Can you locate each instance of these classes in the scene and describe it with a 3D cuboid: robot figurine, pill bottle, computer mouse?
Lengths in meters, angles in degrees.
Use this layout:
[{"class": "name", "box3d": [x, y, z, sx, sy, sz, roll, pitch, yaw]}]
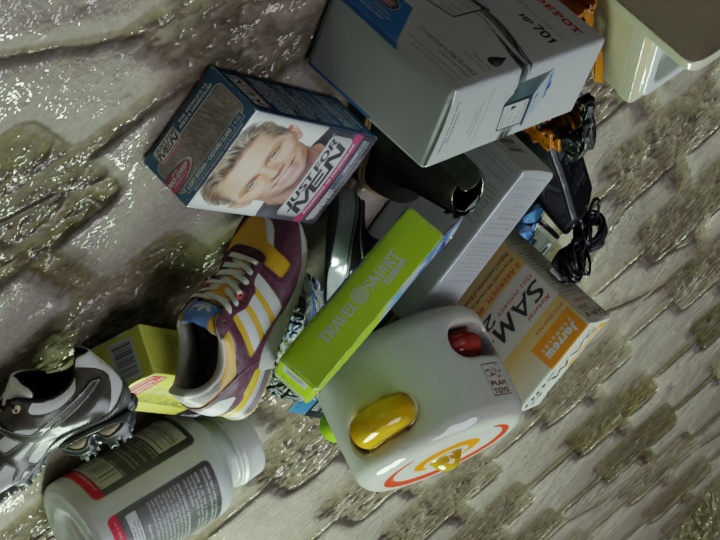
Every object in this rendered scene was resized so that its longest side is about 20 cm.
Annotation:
[{"class": "robot figurine", "box3d": [0.170, -0.190, 1.680, 0.058, 0.145, 0.201, -38, 149, -21]}, {"class": "pill bottle", "box3d": [-0.192, 0.205, 1.754, 0.199, 0.111, 0.111, -30, 153, -30]}, {"class": "computer mouse", "box3d": [0.197, -0.094, 1.893, 0.139, 0.052, 0.201, -49, 127, -56]}]

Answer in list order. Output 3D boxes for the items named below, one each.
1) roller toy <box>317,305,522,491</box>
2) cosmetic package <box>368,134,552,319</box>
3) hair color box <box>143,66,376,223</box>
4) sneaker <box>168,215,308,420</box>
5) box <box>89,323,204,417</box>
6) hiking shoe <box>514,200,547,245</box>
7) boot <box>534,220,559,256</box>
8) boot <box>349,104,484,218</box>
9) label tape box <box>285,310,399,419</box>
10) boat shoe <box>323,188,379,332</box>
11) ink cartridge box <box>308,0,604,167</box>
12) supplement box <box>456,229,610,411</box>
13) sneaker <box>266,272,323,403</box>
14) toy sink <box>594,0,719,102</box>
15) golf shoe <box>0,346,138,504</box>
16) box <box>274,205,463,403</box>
[{"class": "roller toy", "box3d": [0.060, 0.131, 1.808, 0.181, 0.140, 0.200, -22, 164, -14]}, {"class": "cosmetic package", "box3d": [0.087, -0.051, 1.816, 0.200, 0.102, 0.074, -53, 154, 21]}, {"class": "hair color box", "box3d": [-0.078, -0.098, 1.507, 0.100, 0.061, 0.200, -53, 156, 17]}, {"class": "sneaker", "box3d": [-0.107, 0.027, 1.585, 0.090, 0.075, 0.201, 22, 79, -54]}, {"class": "box", "box3d": [-0.170, 0.092, 1.657, 0.075, 0.050, 0.200, -26, 163, 18]}, {"class": "hiking shoe", "box3d": [0.161, -0.020, 1.989, 0.200, 0.087, 0.074, -50, -178, 19]}, {"class": "boot", "box3d": [0.149, 0.023, 2.105, 0.200, 0.072, 0.182, -53, 159, 1]}, {"class": "boot", "box3d": [0.060, -0.079, 1.673, 0.077, 0.138, 0.200, -43, 158, -5]}, {"class": "label tape box", "box3d": [-0.007, 0.087, 1.933, 0.144, 0.063, 0.200, -49, 155, 9]}, {"class": "boat shoe", "box3d": [0.000, 0.000, 1.745, 0.066, 0.070, 0.201, 0, 134, -4]}, {"class": "ink cartridge box", "box3d": [0.081, -0.181, 1.526, 0.199, 0.146, 0.086, -24, 148, -41]}, {"class": "supplement box", "box3d": [0.141, 0.032, 1.909, 0.126, 0.200, 0.073, -53, 163, 18]}, {"class": "sneaker", "box3d": [-0.073, 0.029, 1.726, 0.085, 0.077, 0.201, -73, 162, -44]}, {"class": "toy sink", "box3d": [0.264, -0.241, 1.670, 0.130, 0.200, 0.112, -35, 155, -23]}, {"class": "golf shoe", "box3d": [-0.288, 0.129, 1.537, 0.199, 0.078, 0.095, -28, 116, 1]}, {"class": "box", "box3d": [0.005, 0.024, 1.635, 0.200, 0.048, 0.122, -49, 178, -11]}]
